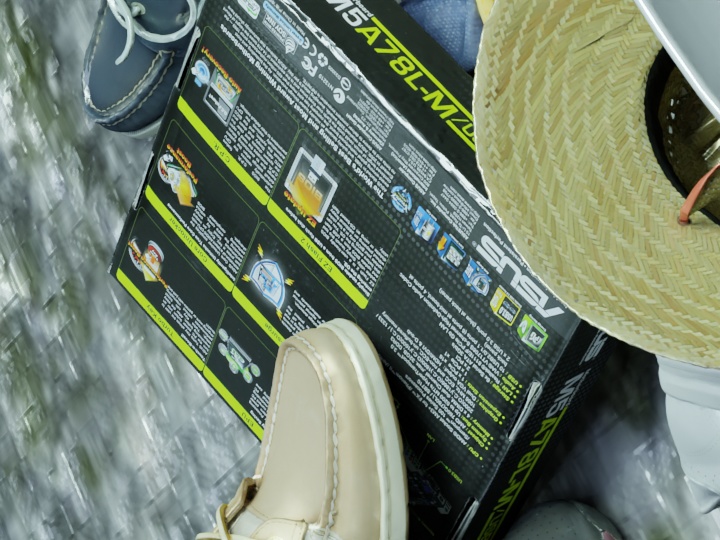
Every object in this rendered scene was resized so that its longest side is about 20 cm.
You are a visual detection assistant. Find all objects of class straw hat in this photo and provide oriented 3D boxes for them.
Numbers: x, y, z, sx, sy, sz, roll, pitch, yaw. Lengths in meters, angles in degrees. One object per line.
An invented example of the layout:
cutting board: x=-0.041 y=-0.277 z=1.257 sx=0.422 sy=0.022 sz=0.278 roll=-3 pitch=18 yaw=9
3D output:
straw hat: x=0.141 y=-0.042 z=0.935 sx=0.201 sy=0.085 sz=0.202 roll=-5 pitch=71 yaw=16

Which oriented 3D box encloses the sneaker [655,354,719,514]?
sneaker: x=0.180 y=0.073 z=0.940 sx=0.200 sy=0.075 sz=0.089 roll=21 pitch=123 yaw=51

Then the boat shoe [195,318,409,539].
boat shoe: x=-0.028 y=0.118 z=1.064 sx=0.074 sy=0.069 sz=0.201 roll=-154 pitch=64 yaw=-63

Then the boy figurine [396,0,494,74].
boy figurine: x=0.064 y=-0.109 z=1.040 sx=0.200 sy=0.064 sz=0.125 roll=-4 pitch=91 yaw=52

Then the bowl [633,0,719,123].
bowl: x=0.184 y=-0.107 z=0.852 sx=0.200 sy=0.075 sz=0.200 roll=-36 pitch=65 yaw=7

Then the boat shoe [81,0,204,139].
boat shoe: x=-0.077 y=-0.132 z=1.195 sx=0.075 sy=0.062 sz=0.200 roll=57 pitch=133 yaw=24

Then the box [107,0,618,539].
box: x=0.000 y=0.000 z=1.088 sx=0.200 sy=0.047 sz=0.193 roll=46 pitch=141 yaw=21

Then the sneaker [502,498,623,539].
sneaker: x=0.027 y=0.157 z=1.023 sx=0.076 sy=0.115 sz=0.200 roll=-13 pitch=52 yaw=48
